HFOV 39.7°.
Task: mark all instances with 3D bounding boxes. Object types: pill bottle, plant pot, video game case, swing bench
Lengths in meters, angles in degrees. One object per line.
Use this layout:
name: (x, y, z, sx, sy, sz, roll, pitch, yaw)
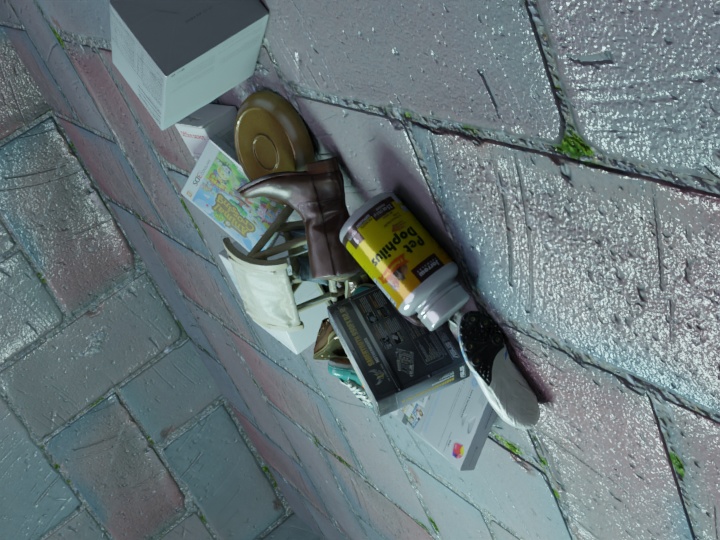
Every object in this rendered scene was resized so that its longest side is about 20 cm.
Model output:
pill bottle: (0.068, -0.011, 1.466, 0.200, 0.109, 0.109, 49, 161, 12)
plant pot: (-0.153, -0.202, 1.683, 0.199, 0.027, 0.201, 27, 130, 38)
video game case: (-0.231, -0.134, 1.861, 0.200, 0.022, 0.182, 40, 140, -1)
swing bench: (-0.120, -0.008, 1.779, 0.130, 0.200, 0.200, 42, 158, 31)

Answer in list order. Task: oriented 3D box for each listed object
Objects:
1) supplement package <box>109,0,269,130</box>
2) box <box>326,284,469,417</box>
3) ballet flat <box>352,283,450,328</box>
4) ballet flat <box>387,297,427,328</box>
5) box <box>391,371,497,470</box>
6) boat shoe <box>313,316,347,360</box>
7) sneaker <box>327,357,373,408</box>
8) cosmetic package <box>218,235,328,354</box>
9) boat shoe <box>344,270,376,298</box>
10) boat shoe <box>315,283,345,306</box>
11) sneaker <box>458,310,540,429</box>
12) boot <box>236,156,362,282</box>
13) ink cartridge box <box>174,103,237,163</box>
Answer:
supplement package: (-0.269, -0.357, 1.540, 0.147, 0.191, 0.200, 53, 161, 4)
box: (0.057, 0.110, 1.554, 0.048, 0.157, 0.201, 78, 165, -52)
ballet flat: (0.076, 0.073, 1.663, 0.199, 0.069, 0.070, 26, 149, 33)
ballet flat: (0.065, 0.010, 1.557, 0.046, 0.067, 0.201, -58, 43, 30)
box: (0.138, 0.210, 1.648, 0.200, 0.041, 0.157, 34, 109, 46)
boat shoe: (-0.044, 0.120, 1.858, 0.200, 0.071, 0.068, 126, 142, -65)
sneaker: (0.014, 0.220, 1.886, 0.199, 0.080, 0.071, 20, 179, -35)
cosmetic package: (-0.174, 0.038, 2.113, 0.199, 0.123, 0.201, 30, 152, 50)
boat shoe: (0.000, 0.000, 1.738, 0.200, 0.071, 0.077, 85, 169, -58)
boat shoe: (-0.026, 0.074, 1.919, 0.202, 0.063, 0.074, 57, 177, 1)
sneaker: (0.201, 0.151, 1.497, 0.201, 0.072, 0.072, 60, 168, -8)
boot: (-0.095, -0.066, 1.613, 0.064, 0.185, 0.202, -35, -69, -70)
ink cartridge box: (-0.255, -0.215, 1.920, 0.146, 0.083, 0.201, 20, 142, 56)
